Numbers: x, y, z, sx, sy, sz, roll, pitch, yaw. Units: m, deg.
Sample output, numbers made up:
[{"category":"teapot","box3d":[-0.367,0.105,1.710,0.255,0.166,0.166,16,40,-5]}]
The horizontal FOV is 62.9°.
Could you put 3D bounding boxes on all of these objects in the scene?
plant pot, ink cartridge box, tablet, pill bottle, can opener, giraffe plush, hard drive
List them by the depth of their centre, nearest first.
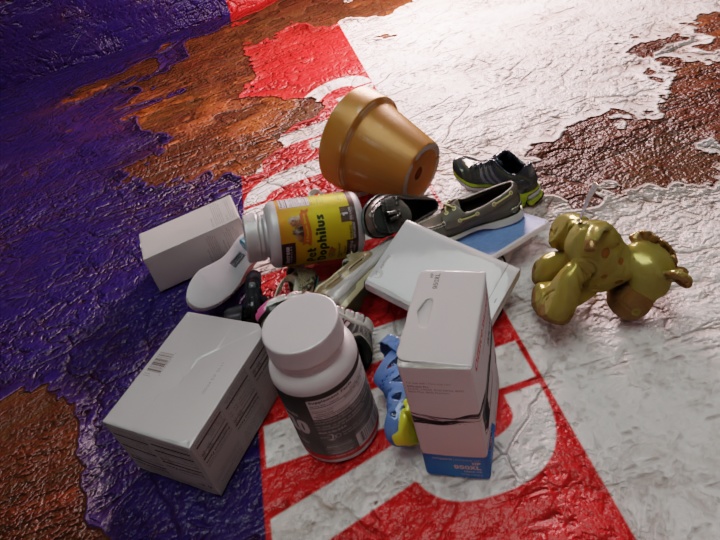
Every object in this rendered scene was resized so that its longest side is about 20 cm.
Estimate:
[{"category":"ink cartridge box","box3d":[0.111,0.122,0.691,0.082,0.203,0.146,-1,41,20]},{"category":"pill bottle","box3d":[-0.049,0.135,0.736,0.111,0.203,0.115,-10,38,8]},{"category":"giraffe plush","box3d":[0.344,-0.002,0.802,0.159,0.203,0.174,20,41,-1]},{"category":"hard drive","box3d":[0.121,0.013,0.883,0.197,0.027,0.133,25,66,25]},{"category":"can opener","box3d":[-0.179,0.041,0.968,0.076,0.065,0.201,6,20,-7]},{"category":"pill bottle","box3d":[-0.096,-0.067,0.989,0.195,0.111,0.110,-9,37,-13]},{"category":"tablet","box3d":[0.208,-0.074,1.000,0.128,0.014,0.199,-30,29,-17]},{"category":"plant pot","box3d":[0.048,-0.225,1.145,0.181,0.203,0.200,32,58,26]}]

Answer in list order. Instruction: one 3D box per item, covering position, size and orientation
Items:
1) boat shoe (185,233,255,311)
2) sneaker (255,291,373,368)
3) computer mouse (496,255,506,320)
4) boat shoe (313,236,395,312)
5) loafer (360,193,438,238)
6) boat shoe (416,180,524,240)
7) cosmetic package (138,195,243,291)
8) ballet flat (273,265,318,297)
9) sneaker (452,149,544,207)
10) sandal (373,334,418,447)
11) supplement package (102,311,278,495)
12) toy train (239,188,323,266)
[{"category":"boat shoe","box3d":[-0.244,0.010,1.063,0.071,0.066,0.202,31,48,-1]},{"category":"sneaker","box3d":[-0.054,0.094,0.827,0.074,0.197,0.089,-44,43,31]},{"category":"computer mouse","box3d":[0.129,0.014,0.928,0.195,0.053,0.140,1,44,22]},{"category":"boat shoe","box3d":[0.000,0.000,0.959,0.068,0.076,0.200,31,50,18]},{"category":"loafer","box3d":[0.071,-0.103,1.015,0.062,0.074,0.199,-9,8,33]},{"category":"boat shoe","box3d":[0.169,-0.093,0.979,0.197,0.061,0.073,-16,26,8]},{"category":"cosmetic package","box3d":[-0.324,-0.057,1.159,0.196,0.086,0.108,-25,39,-8]},{"category":"ballet flat","box3d":[-0.105,0.062,0.944,0.074,0.068,0.202,20,34,-19]},{"category":"sneaker","box3d":[0.251,-0.189,1.094,0.074,0.082,0.198,-39,43,-26]},{"category":"sandal","box3d":[0.056,0.149,0.788,0.085,0.081,0.202,-6,32,19]},{"category":"supplement package","box3d":[-0.221,0.177,0.825,0.152,0.113,0.202,6,44,26]},{"category":"toy train","box3d":[-0.117,-0.082,1.082,0.199,0.056,0.151,-36,75,-25]}]
